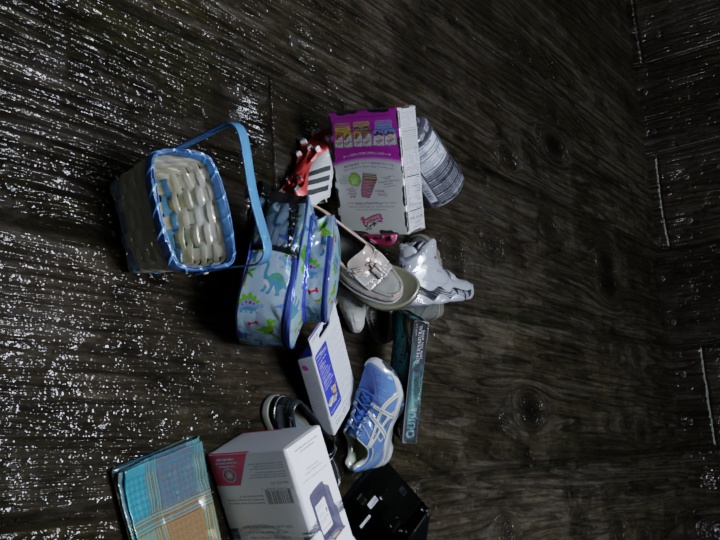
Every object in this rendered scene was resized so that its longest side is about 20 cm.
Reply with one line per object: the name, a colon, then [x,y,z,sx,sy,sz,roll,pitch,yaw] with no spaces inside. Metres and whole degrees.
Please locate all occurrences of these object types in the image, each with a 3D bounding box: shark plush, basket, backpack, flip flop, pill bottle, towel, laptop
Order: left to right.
towel: [-0.234,0.324,1.134,0.146,0.022,0.201,-15,93,-55]
basket: [-0.208,-0.081,1.130,0.139,0.199,0.177,-10,89,-55]
backpack: [-0.104,0.008,1.267,0.183,0.146,0.201,93,7,-68]
shark plush: [-0.032,0.005,1.513,0.083,0.090,0.201,40,29,-75]
flip flop: [0.000,0.000,1.434,0.081,0.199,0.058,-60,175,-17]
laptop: [0.032,0.447,1.490,0.200,0.103,0.177,48,37,2]
pill bottle: [0.109,-0.223,1.715,0.200,0.106,0.107,52,42,-33]

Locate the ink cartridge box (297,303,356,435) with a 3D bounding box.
ink cartridge box: [-0.052,0.150,1.384,0.095,0.037,0.201,-57,146,-45]

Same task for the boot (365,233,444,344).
boot: [0.075,0.030,1.637,0.200,0.072,0.183,-11,87,-49]

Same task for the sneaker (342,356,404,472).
sneaker: [0.017,0.236,1.437,0.077,0.075,0.201,-17,116,-46]

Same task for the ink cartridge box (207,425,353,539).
ink cartridge box: [-0.104,0.322,1.212,0.084,0.144,0.201,-25,101,-55]

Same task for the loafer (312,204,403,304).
loafer: [-0.016,-0.025,1.376,0.200,0.063,0.072,38,65,11]

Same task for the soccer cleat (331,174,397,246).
soccer cleat: [0.010,-0.129,1.576,0.200,0.070,0.087,49,44,-35]

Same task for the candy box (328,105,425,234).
candy box: [0.027,-0.160,1.447,0.061,0.136,0.201,-20,108,-53]

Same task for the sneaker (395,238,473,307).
sneaker: [0.132,0.002,1.598,0.199,0.075,0.116,-5,88,-48]

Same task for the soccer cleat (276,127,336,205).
soccer cleat: [-0.074,-0.157,1.475,0.085,0.068,0.200,61,40,-38]

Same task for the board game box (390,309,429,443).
board game box: [0.075,0.173,1.496,0.028,0.135,0.201,5,94,-11]

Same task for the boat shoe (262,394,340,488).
boat shoe: [-0.071,0.264,1.345,0.200,0.066,0.075,64,37,-20]
